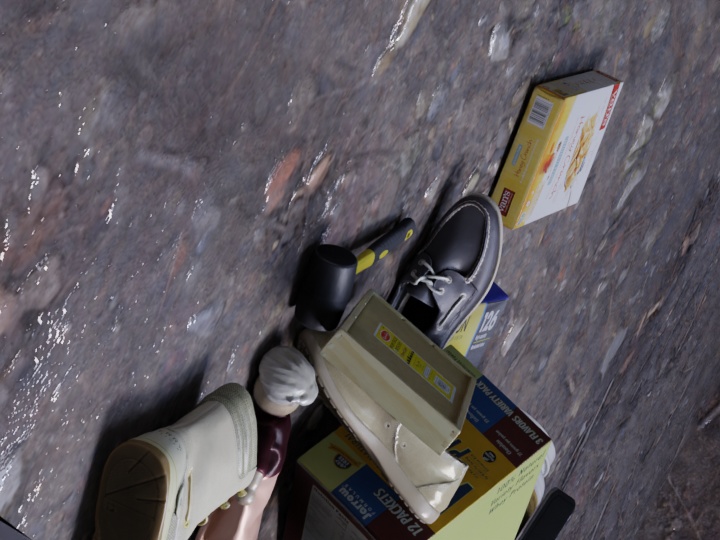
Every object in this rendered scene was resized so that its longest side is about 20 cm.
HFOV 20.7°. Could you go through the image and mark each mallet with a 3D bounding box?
[{"bbox_3d":[0.000,0.000,1.659,0.200,0.041,0.066,-27,140,-66],"label":"mallet"}]

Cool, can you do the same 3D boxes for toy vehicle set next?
[{"bbox_3d":[0.035,0.079,1.619,0.027,0.124,0.200,-49,180,11],"label":"toy vehicle set"}]

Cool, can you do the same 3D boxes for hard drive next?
[{"bbox_3d":[0.157,0.306,2.001,0.140,0.033,0.200,-55,171,-19],"label":"hard drive"}]

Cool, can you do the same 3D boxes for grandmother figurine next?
[{"bbox_3d":[-0.085,0.157,1.611,0.121,0.060,0.202,-96,-157,-73],"label":"grandmother figurine"}]

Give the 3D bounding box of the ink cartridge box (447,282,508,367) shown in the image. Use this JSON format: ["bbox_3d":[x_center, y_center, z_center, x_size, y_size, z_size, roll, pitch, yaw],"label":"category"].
[{"bbox_3d":[0.084,0.065,1.944,0.201,0.047,0.197,-65,160,13],"label":"ink cartridge box"}]

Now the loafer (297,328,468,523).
[{"bbox_3d":[0.020,0.119,1.655,0.068,0.201,0.076,-38,-163,-7],"label":"loafer"}]

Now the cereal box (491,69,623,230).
[{"bbox_3d":[0.200,-0.125,2.007,0.200,0.039,0.145,-22,135,-63],"label":"cereal box"}]

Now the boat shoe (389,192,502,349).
[{"bbox_3d":[0.068,0.022,1.808,0.201,0.072,0.063,-62,165,10],"label":"boat shoe"}]

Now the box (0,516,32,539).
[{"bbox_3d":[-0.287,0.249,1.134,0.176,0.096,0.201,-33,144,-52],"label":"box"}]

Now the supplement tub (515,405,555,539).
[{"bbox_3d":[0.105,0.241,2.074,0.200,0.144,0.145,-53,159,-27],"label":"supplement tub"}]

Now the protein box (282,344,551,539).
[{"bbox_3d":[0.045,0.216,1.810,0.198,0.135,0.201,-35,155,-29],"label":"protein box"}]

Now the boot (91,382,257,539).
[{"bbox_3d":[-0.145,0.190,1.472,0.155,0.072,0.201,-34,145,-59],"label":"boot"}]
